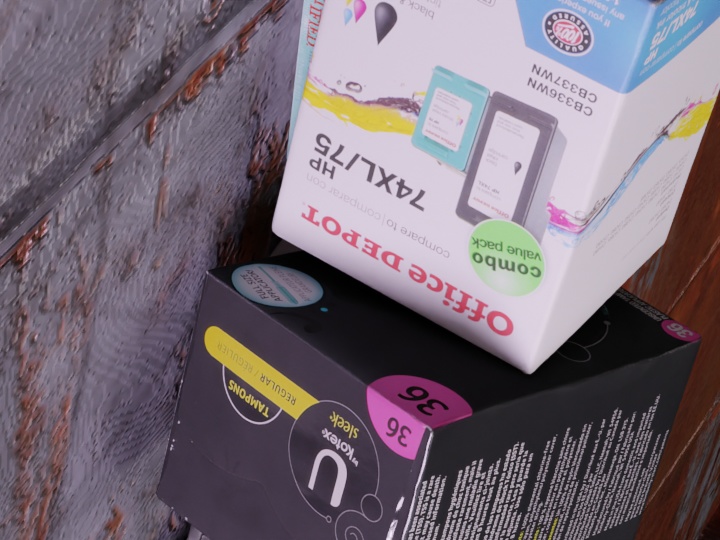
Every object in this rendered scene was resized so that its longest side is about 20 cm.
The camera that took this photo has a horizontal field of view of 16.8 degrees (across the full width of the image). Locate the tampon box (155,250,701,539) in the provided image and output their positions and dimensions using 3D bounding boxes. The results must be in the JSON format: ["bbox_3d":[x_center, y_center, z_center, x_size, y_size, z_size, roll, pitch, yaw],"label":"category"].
[{"bbox_3d":[0.032,0.069,1.152,0.200,0.150,0.126,-14,127,-46],"label":"tampon box"}]

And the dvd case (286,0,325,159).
[{"bbox_3d":[0.030,-0.155,1.158,0.200,0.022,0.146,-51,160,-38],"label":"dvd case"}]

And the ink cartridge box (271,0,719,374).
[{"bbox_3d":[0.073,-0.091,1.090,0.146,0.147,0.200,-41,153,-48],"label":"ink cartridge box"}]

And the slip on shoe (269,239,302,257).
[{"bbox_3d":[0.000,0.000,1.239,0.200,0.061,0.076,-53,161,-31],"label":"slip on shoe"}]

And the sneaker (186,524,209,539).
[{"bbox_3d":[-0.064,0.160,1.283,0.200,0.076,0.088,-64,170,6],"label":"sneaker"}]
